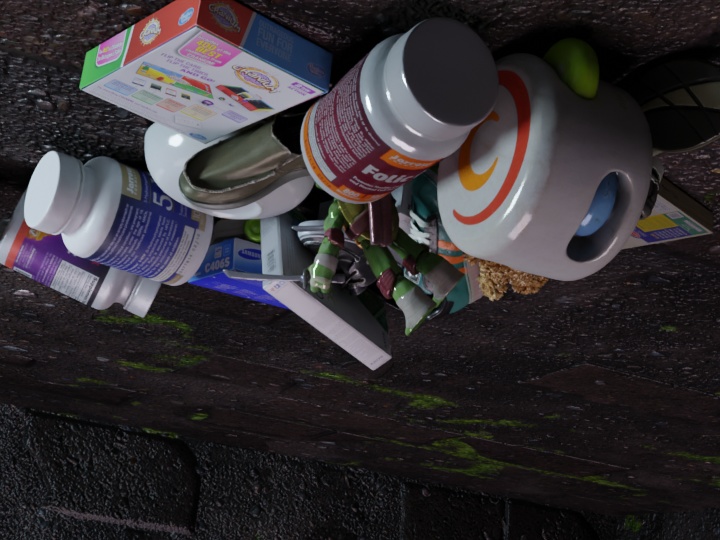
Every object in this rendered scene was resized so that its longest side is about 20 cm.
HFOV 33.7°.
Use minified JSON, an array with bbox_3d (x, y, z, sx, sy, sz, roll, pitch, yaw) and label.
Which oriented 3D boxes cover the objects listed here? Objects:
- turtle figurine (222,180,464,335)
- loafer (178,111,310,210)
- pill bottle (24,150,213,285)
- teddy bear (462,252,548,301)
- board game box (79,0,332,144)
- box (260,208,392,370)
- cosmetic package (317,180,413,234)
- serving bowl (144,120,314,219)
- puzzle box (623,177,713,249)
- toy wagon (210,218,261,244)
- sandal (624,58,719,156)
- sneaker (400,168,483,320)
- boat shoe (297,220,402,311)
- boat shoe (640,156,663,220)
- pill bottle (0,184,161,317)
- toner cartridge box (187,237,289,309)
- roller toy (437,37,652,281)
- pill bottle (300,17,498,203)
[{"bbox_3d":[-0.001,-0.014,1.266,0.194,0.200,0.144,44,-170,6],"label":"turtle figurine"},{"bbox_3d":[-0.091,-0.124,1.183,0.197,0.076,0.070,-21,149,-4],"label":"loafer"},{"bbox_3d":[-0.284,-0.065,1.392,0.198,0.122,0.119,19,158,-36],"label":"pill bottle"},{"bbox_3d":[0.187,-0.019,1.316,0.143,0.068,0.200,-22,155,4],"label":"teddy bear"},{"bbox_3d":[-0.146,-0.185,1.108,0.152,0.041,0.198,21,157,-39],"label":"board game box"},{"bbox_3d":[-0.042,0.014,1.429,0.036,0.146,0.199,-33,129,23],"label":"box"},{"bbox_3d":[0.068,-0.044,1.448,0.198,0.053,0.149,23,157,-39],"label":"cosmetic package"},{"bbox_3d":[-0.146,-0.103,1.319,0.196,0.067,0.200,6,161,2],"label":"serving bowl"},{"bbox_3d":[0.290,-0.073,1.325,0.132,0.026,0.199,-11,155,40],"label":"puzzle box"},{"bbox_3d":[-0.099,-0.031,1.554,0.197,0.040,0.155,6,163,-18],"label":"toy wagon"},{"bbox_3d":[0.272,-0.139,1.081,0.057,0.081,0.200,-12,176,-29],"label":"sandal"},{"bbox_3d":[0.082,-0.021,1.329,0.071,0.079,0.202,43,160,46],"label":"sneaker"},{"bbox_3d":[0.000,0.000,1.416,0.069,0.067,0.199,-9,155,38],"label":"boat shoe"},{"bbox_3d":[0.202,-0.093,1.200,0.198,0.061,0.072,9,154,20],"label":"boat shoe"},{"bbox_3d":[-0.345,-0.020,1.493,0.198,0.113,0.111,26,158,-12],"label":"pill bottle"},{"bbox_3d":[-0.118,0.008,1.537,0.094,0.044,0.198,-15,158,41],"label":"toner cartridge box"},{"bbox_3d":[0.165,-0.088,1.063,0.138,0.186,0.199,14,160,-25],"label":"roller toy"},{"bbox_3d":[0.033,-0.140,1.061,0.113,0.116,0.199,14,161,-23],"label":"pill bottle"}]
